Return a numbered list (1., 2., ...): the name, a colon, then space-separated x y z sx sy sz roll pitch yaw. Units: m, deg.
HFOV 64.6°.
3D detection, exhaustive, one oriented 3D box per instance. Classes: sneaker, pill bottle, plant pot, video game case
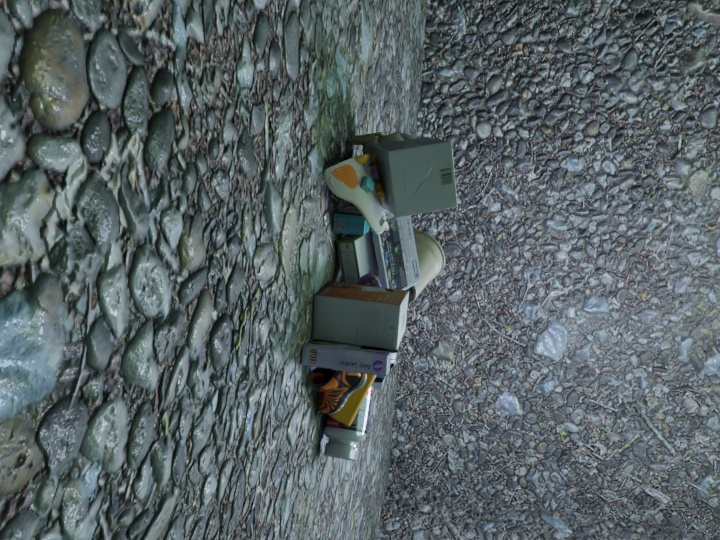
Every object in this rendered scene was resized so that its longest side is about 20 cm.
1. sneaker: -0.079 0.276 1.362 0.200 0.112 0.078 -53 -142 36
2. pill bottle: -0.037 0.402 1.536 0.120 0.119 0.200 72 25 -68
3. plant pot: 0.135 0.003 1.730 0.184 0.200 0.201 -55 152 -46
4. video game case: 0.099 -0.043 1.540 0.182 0.023 0.200 -25 108 -53
5. sneaker: 0.047 0.100 1.459 0.088 0.080 0.200 -31 108 -60

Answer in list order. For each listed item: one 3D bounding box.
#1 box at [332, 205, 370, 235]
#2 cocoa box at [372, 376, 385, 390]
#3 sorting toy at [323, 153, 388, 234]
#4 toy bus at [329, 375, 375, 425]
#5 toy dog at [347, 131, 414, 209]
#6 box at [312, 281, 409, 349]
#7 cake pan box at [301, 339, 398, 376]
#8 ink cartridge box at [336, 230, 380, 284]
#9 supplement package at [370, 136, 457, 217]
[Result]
1. box: -0.010 -0.132 1.473 0.200 0.082 0.049 -46 142 -74
2. cocoa box: 0.022 0.242 1.742 0.200 0.133 0.131 -71 164 -54
3. sorting toy: 0.015 -0.170 1.334 0.180 0.107 0.200 66 13 -4
4. toy bus: -0.009 0.290 1.462 0.200 0.065 0.078 -62 -179 -5
5. toy dog: 0.062 -0.264 1.517 0.140 0.194 0.200 -83 167 -72
6. box: 0.003 0.101 1.339 0.152 0.200 0.106 -47 143 -74
7. cake pan box: -0.016 0.193 1.291 0.184 0.200 0.052 -4 99 -78
8. ink cartridge box: 0.000 0.000 1.504 0.104 0.059 0.200 -36 121 -54
9. supplement package: 0.124 -0.230 1.363 0.200 0.150 0.152 -122 -158 -71
